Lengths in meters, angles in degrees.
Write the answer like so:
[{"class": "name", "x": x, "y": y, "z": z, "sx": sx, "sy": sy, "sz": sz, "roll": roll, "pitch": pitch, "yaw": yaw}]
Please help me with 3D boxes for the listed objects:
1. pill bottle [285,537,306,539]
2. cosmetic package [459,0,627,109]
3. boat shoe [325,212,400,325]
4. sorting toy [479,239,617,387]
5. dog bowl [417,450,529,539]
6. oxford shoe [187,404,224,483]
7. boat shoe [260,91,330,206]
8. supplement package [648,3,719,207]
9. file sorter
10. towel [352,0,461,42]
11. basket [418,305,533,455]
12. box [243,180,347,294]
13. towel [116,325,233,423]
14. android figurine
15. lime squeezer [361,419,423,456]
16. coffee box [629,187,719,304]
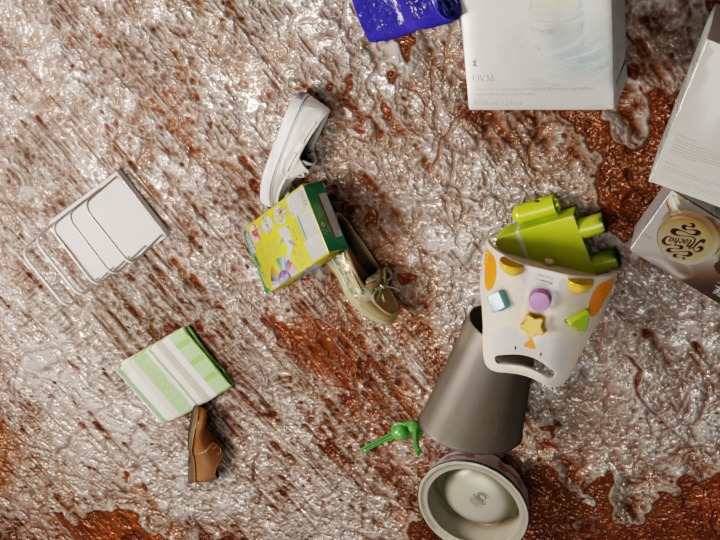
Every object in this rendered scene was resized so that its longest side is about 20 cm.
[{"class": "pill bottle", "x": -0.155, "y": 0.625, "z": 2.187, "sx": 0.113, "sy": 0.114, "sz": 0.201, "roll": 34, "pitch": 126, "yaw": 0}, {"class": "cosmetic package", "x": 0.239, "y": -0.323, "z": 1.447, "sx": 0.196, "sy": 0.123, "sz": 0.203, "roll": 3, "pitch": 119, "yaw": 21}, {"class": "boat shoe", "x": 0.000, "y": 0.000, "z": 1.771, "sx": 0.062, "sy": 0.073, "sz": 0.201, "roll": -33, "pitch": 102, "yaw": 37}, {"class": "sorting toy", "x": 0.255, "y": 0.073, "z": 1.615, "sx": 0.197, "sy": 0.107, "sz": 0.183, "roll": 13, "pitch": 108, "yaw": 10}, {"class": "dog bowl", "x": 0.201, "y": 0.388, "z": 1.921, "sx": 0.197, "sy": 0.074, "sz": 0.203, "roll": 11, "pitch": 122, "yaw": 17}, {"class": "oxford shoe", "x": -0.292, "y": 0.325, "z": 2.098, "sx": 0.070, "sy": 0.072, "sz": 0.202, "roll": 2, "pitch": 134, "yaw": -2}, {"class": "boat shoe", "x": -0.100, "y": -0.173, "z": 1.708, "sx": 0.065, "sy": 0.074, "sz": 0.202, "roll": 28, "pitch": 127, "yaw": 9}, {"class": "supplement package", "x": 0.493, "y": -0.194, "z": 1.401, "sx": 0.189, "sy": 0.147, "sz": 0.202, "roll": 21, "pitch": 125, "yaw": 10}, {"class": "file sorter", "x": -0.458, "y": -0.049, "z": 1.903, "sx": 0.199, "sy": 0.125, "sz": 0.139, "roll": -29, "pitch": 105, "yaw": 34}, {"class": "towel", "x": 0.043, "y": -0.383, "z": 1.470, "sx": 0.199, "sy": 0.049, "sz": 0.150, "roll": 3, "pitch": 113, "yaw": 59}, {"class": "basket", "x": 0.198, "y": 0.168, "z": 1.753, "sx": 0.177, "sy": 0.137, "sz": 0.203, "roll": 3, "pitch": 120, "yaw": -16}, {"class": "box", "x": -0.109, "y": -0.047, "z": 1.760, "sx": 0.199, "sy": 0.048, "sz": 0.119, "roll": -29, "pitch": 79, "yaw": 46}, {"class": "towel", "x": -0.344, "y": 0.193, "z": 2.065, "sx": 0.199, "sy": 0.031, "sz": 0.150, "roll": -29, "pitch": 108, "yaw": 31}, {"class": "android figurine", "x": 0.281, "y": -0.021, "z": 1.660, "sx": 0.198, "sy": 0.041, "sz": 0.184, "roll": -17, "pitch": 113, "yaw": 27}, {"class": "lime squeezer", "x": 0.072, "y": 0.292, "z": 1.926, "sx": 0.038, "sy": 0.071, "sz": 0.199, "roll": 35, "pitch": 159, "yaw": -21}, {"class": "coffee box", "x": 0.489, "y": -0.035, "z": 1.540, "sx": 0.198, "sy": 0.080, "sz": 0.114, "roll": 32, "pitch": 125, "yaw": 2}]
